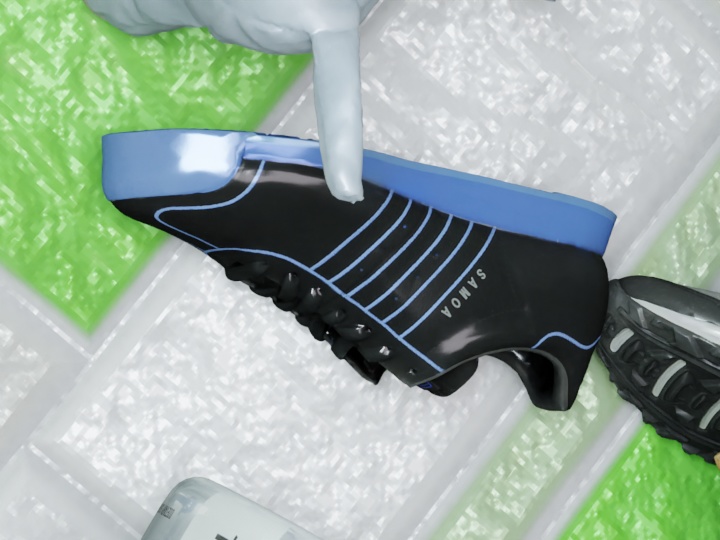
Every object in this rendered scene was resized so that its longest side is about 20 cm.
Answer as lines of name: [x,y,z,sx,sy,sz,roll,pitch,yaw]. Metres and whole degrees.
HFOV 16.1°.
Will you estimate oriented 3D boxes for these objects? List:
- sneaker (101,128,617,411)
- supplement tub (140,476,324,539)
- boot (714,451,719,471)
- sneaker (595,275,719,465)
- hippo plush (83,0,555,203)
sneaker: [0.000,0.000,0.898,0.199,0.070,0.079,11,85,-21]
supplement tub: [-0.058,0.182,0.860,0.122,0.122,0.201,34,81,-19]
boot: [0.168,0.125,0.901,0.201,0.071,0.144,-42,82,11]
sneaker: [0.181,0.037,0.970,0.199,0.074,0.080,16,61,-10]
hippo plush: [-0.001,-0.151,0.834,0.160,0.200,0.160,-23,123,-26]
